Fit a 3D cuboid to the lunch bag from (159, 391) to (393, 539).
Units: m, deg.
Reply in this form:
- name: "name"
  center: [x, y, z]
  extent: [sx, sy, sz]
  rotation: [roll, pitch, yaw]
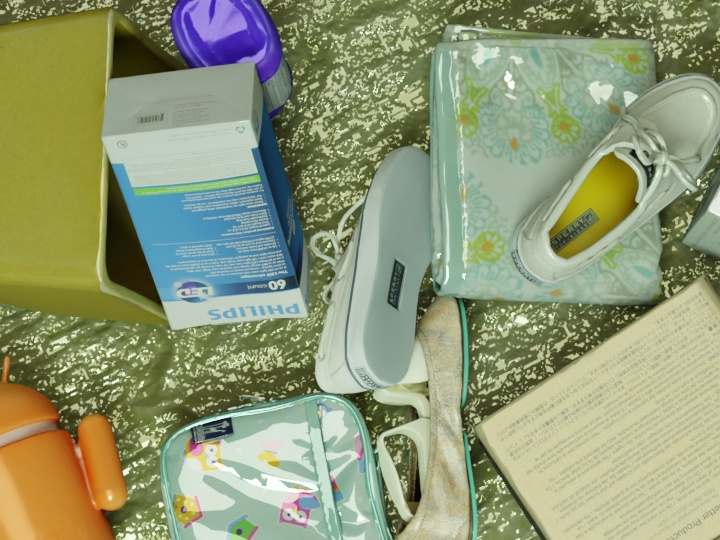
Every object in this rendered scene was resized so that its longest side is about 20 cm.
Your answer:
- name: "lunch bag"
  center: [-0.053, 0.186, 1.708]
  extent: [0.160, 0.077, 0.200]
  rotation: [-13, 80, 1]

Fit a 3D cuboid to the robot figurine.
- name: "robot figurine"
  center: [-0.245, 0.166, 1.703]
  extent: [0.144, 0.117, 0.200]
  rotation: [-33, 78, 38]

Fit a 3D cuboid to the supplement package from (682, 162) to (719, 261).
- name: "supplement package"
  center: [0.354, -0.050, 1.684]
  extent: [0.200, 0.152, 0.151]
  rotation: [27, 84, 4]

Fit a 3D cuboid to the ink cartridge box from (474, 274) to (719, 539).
- name: "ink cartridge box"
  center: [0.206, 0.126, 1.705]
  extent: [0.200, 0.075, 0.165]
  rotation: [-33, 82, -3]

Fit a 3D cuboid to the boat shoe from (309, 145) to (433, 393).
- name: "boat shoe"
  center: [0.003, 0.003, 1.736]
  extent: [0.086, 0.075, 0.202]
  rotation: [-17, 51, 39]

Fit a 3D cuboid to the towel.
- name: "towel"
  center: [0.134, -0.076, 1.737]
  extent: [0.171, 0.048, 0.201]
  rotation: [2, 81, -11]

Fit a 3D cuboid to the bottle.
- name: "bottle"
  center: [-0.086, -0.145, 1.701]
  extent: [0.065, 0.200, 0.084]
  rotation: [-33, 80, -2]

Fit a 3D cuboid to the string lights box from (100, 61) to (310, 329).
- name: "string lights box"
  center: [-0.102, -0.047, 1.643]
  extent: [0.102, 0.200, 0.059]
  rotation: [-6, 48, 8]

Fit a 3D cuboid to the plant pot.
- name: "plant pot"
  center: [-0.243, -0.067, 1.708]
  extent: [0.199, 0.196, 0.195]
  rotation: [-1, 81, 12]

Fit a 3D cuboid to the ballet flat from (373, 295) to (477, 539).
- name: "ballet flat"
  center: [0.045, 0.105, 1.705]
  extent: [0.067, 0.068, 0.200]
  rotation: [2, 67, -13]

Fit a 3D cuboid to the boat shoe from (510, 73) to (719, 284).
- name: "boat shoe"
  center: [0.191, -0.071, 1.675]
  extent: [0.202, 0.086, 0.075]
  rotation: [-40, 93, -17]
